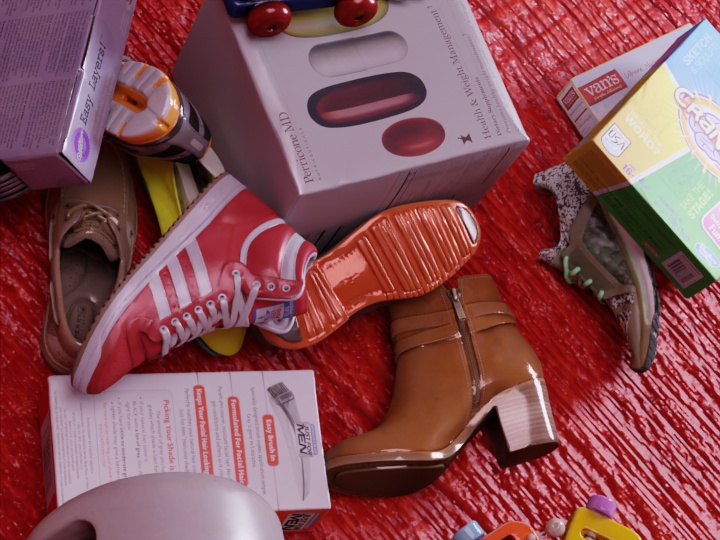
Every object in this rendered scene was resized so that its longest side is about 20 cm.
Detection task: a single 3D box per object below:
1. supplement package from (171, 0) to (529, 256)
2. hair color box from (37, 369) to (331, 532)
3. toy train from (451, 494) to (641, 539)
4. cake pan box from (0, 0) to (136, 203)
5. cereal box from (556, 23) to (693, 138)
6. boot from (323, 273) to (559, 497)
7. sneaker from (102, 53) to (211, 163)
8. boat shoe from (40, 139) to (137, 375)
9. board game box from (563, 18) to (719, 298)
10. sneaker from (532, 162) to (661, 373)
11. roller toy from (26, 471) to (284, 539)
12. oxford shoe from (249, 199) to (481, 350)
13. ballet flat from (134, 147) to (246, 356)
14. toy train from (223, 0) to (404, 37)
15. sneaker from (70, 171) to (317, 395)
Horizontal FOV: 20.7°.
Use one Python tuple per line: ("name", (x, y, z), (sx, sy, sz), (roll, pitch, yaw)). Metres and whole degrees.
("supplement package", (-0.012, -0.131, 1.547), (0.200, 0.147, 0.191), (-16, 73, -24))
("hair color box", (-0.129, 0.135, 1.437), (0.200, 0.064, 0.111), (0, 66, -17))
("toy train", (0.161, 0.256, 1.487), (0.150, 0.056, 0.200), (-35, 78, -26))
("cake pan box", (-0.267, -0.145, 1.465), (0.184, 0.052, 0.200), (-7, 59, 27))
("cereal box", (0.279, -0.102, 1.690), (0.144, 0.040, 0.200), (-25, 76, -26))
("boot", (0.045, 0.083, 1.513), (0.200, 0.077, 0.155), (-13, 67, -15))
("sneaker", (-0.188, -0.131, 1.503), (0.078, 0.077, 0.200), (-54, 46, 0))
("boat shoe", (-0.200, -0.021, 1.482), (0.071, 0.065, 0.200), (6, 65, -16))
("board game box", (0.274, -0.095, 1.612), (0.153, 0.040, 0.200), (48, 52, -4))
("sneaker", (0.192, -0.007, 1.618), (0.089, 0.077, 0.200), (-16, 72, 10))
("roller toy", (-0.134, 0.235, 1.310), (0.200, 0.183, 0.140), (-13, 54, -2))
("oxford shoe", (0.000, 0.000, 1.527), (0.200, 0.073, 0.071), (-24, 92, -20))
("ballet flat", (-0.120, -0.035, 1.507), (0.067, 0.067, 0.200), (4, 60, -51))
("toy train", (0.000, -0.243, 1.451), (0.200, 0.116, 0.085), (-10, 67, -22))
("sneaker", (-0.111, 0.031, 1.413), (0.112, 0.071, 0.200), (35, 67, 6))
